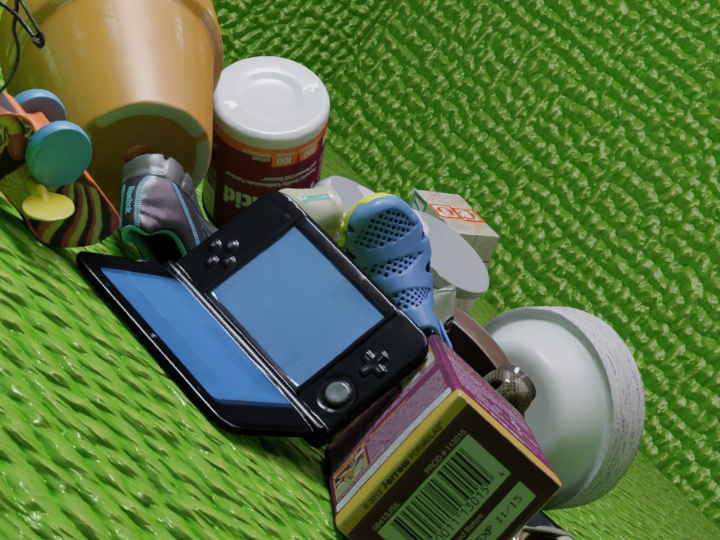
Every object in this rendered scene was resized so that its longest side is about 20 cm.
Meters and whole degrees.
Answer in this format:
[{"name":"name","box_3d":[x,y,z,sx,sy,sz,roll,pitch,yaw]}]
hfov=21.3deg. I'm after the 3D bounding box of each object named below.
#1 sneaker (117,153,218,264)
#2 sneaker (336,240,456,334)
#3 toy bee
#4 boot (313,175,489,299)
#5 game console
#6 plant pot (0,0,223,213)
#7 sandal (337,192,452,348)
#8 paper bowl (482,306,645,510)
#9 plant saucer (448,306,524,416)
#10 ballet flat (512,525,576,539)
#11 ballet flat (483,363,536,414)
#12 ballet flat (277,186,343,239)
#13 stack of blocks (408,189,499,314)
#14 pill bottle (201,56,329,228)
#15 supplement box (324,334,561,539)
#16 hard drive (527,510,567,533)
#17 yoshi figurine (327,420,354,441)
[{"name":"sneaker","box_3d":[-0.141,-0.005,1.604,0.200,0.073,0.082,47,35,-36]},{"name":"sneaker","box_3d":[0.000,0.000,1.735,0.199,0.089,0.074,28,16,13]},{"name":"toy bee","box_3d":[-0.251,-0.088,1.350,0.201,0.108,0.131,66,-12,-22]},{"name":"boot","box_3d":[0.019,-0.012,1.819,0.199,0.096,0.074,29,42,-19]},{"name":"game console","box_3d":[-0.077,0.024,1.411,0.200,0.175,0.117,45,-14,29]},{"name":"plant pot","box_3d":[-0.208,-0.152,1.669,0.200,0.200,0.184,36,23,-40]},{"name":"sandal","box_3d":[0.038,0.031,1.575,0.087,0.079,0.201,-137,-152,-61]},{"name":"paper bowl","box_3d":[0.172,0.136,1.888,0.104,0.202,0.201,2,36,-50]},{"name":"plant saucer","box_3d":[0.083,0.096,1.817,0.200,0.034,0.201,33,-32,24]},{"name":"ballet flat","box_3d":[0.147,0.242,1.569,0.062,0.068,0.200,6,-8,33]},{"name":"ballet flat","box_3d":[0.105,0.147,1.764,0.067,0.046,0.200,44,-32,5]},{"name":"ballet flat","box_3d":[-0.045,-0.020,1.639,0.069,0.069,0.200,42,-19,9]},{"name":"stack of blocks","box_3d":[0.056,0.022,1.934,0.058,0.201,0.115,4,29,-34]},{"name":"pill bottle","box_3d":[-0.094,-0.094,1.831,0.114,0.114,0.201,44,-34,28]},{"name":"supplement box","box_3d":[0.054,0.144,1.394,0.103,0.131,0.200,41,6,-9]},{"name":"hard drive","box_3d":[0.193,0.281,1.762,0.139,0.033,0.200,42,6,1]},{"name":"yoshi figurine","box_3d":[-0.026,0.079,1.524,0.200,0.112,0.112,42,21,-15]}]
